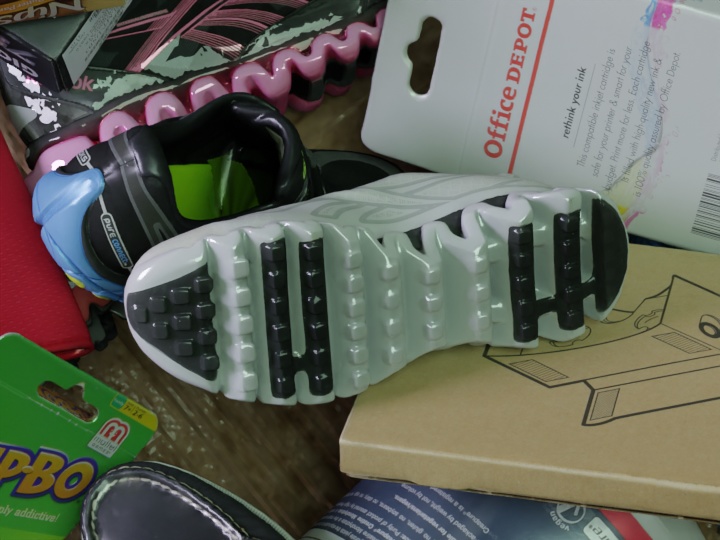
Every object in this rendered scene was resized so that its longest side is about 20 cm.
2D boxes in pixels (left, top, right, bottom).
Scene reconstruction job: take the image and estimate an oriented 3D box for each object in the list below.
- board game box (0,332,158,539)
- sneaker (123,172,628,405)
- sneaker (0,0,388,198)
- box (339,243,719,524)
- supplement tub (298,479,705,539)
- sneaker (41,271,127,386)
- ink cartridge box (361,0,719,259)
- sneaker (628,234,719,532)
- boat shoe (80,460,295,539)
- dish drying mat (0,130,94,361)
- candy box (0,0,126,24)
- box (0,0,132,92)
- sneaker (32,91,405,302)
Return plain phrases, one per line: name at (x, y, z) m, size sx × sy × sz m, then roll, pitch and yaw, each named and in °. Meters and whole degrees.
board game box at (-0.172, 0.109, 1.104) m, size 0.200 × 0.030 × 0.096 m, roll -47°, pitch 137°, yaw 8°
sneaker at (0.000, 0.000, 1.108) m, size 0.200 × 0.081 × 0.075 m, roll -7°, pitch 115°, yaw -24°
sneaker at (-0.062, -0.101, 1.196) m, size 0.200 × 0.079 × 0.095 m, roll -25°, pitch 80°, yaw -17°
box at (0.107, 0.038, 1.122) m, size 0.200 × 0.164 × 0.021 m, roll 6°, pitch 123°, yaw 12°
supplement tub at (0.032, 0.149, 1.154) m, size 0.200 × 0.140 × 0.140 m, roll -43°, pitch 96°, yaw -15°
sneaker at (-0.166, 0.019, 1.150) m, size 0.200 × 0.071 × 0.098 m, roll -35°, pitch 84°, yaw -22°
ink cartridge box at (0.109, -0.081, 1.180) m, size 0.200 × 0.117 × 0.068 m, roll 16°, pitch 39°, yaw 5°
sneaker at (0.184, 0.056, 1.240) m, size 0.081 × 0.077 × 0.200 m, roll -21°, pitch 93°, yaw -22°
boat shoe at (-0.040, 0.140, 1.057) m, size 0.074 × 0.060 × 0.200 m, roll -38°, pitch 65°, yaw -1°
dish drying mat at (-0.175, -0.043, 1.137) m, size 0.077 × 0.018 × 0.200 m, roll -15°, pitch 62°, yaw -24°
candy box at (-0.161, -0.193, 1.108) m, size 0.115 × 0.055 × 0.200 m, roll -9°, pitch 76°, yaw -3°
box at (-0.147, -0.205, 1.164) m, size 0.200 × 0.050 × 0.199 m, roll 31°, pitch 76°, yaw 7°
sneaker at (-0.039, -0.026, 1.151) m, size 0.200 × 0.083 × 0.071 m, roll 2°, pitch 59°, yaw -52°
